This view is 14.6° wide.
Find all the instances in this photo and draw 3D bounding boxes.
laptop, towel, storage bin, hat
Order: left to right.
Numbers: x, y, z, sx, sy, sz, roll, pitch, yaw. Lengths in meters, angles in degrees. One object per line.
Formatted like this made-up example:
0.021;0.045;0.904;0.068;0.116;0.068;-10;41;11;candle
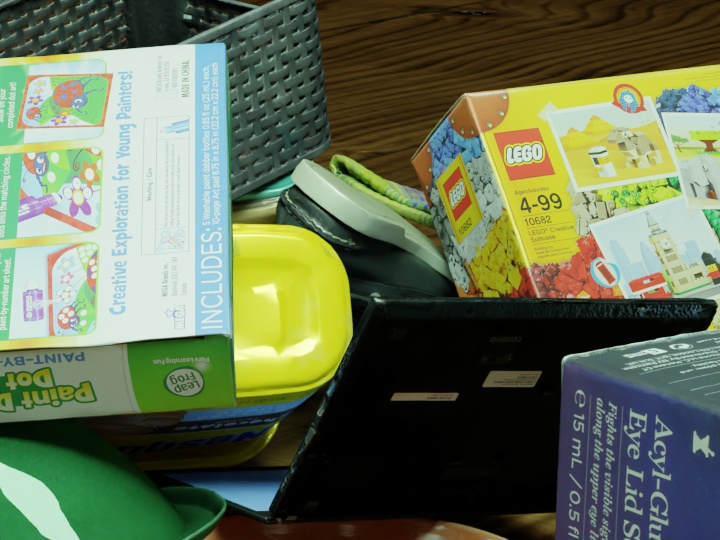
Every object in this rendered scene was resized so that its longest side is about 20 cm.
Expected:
-0.173;0.045;1.160;0.199;0.177;0.166;-14;7;12;hat
-0.124;-0.085;1.401;0.135;0.094;0.200;17;35;39;storage bin
0.028;0.055;1.243;0.176;0.201;0.104;0;43;-31;laptop
0.090;-0.019;1.554;0.199;0.023;0.143;17;5;-43;towel

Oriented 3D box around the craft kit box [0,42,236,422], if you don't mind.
-0.151;-0.016;1.183;0.196;0.049;0.201;-2;40;-1;craft kit box

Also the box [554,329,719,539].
0.170;0.114;1.016;0.104;0.149;0.200;-8;15;-36;box

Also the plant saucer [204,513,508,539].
-0.018;0.141;1.156;0.199;0.033;0.200;1;11;0;plant saucer

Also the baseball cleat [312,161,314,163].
-0.046;0.019;1.539;0.069;0.107;0.200;-11;-31;-5;baseball cleat

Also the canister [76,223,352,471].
-0.093;0.039;1.309;0.148;0.087;0.200;-2;-13;-14;canister

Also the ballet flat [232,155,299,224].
-0.113;-0.029;1.464;0.199;0.063;0.069;4;30;21;ballet flat

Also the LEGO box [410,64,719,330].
0.146;-0.018;1.424;0.199;0.150;0.077;-9;-22;-28;LEGO box

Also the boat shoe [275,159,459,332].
0.002;0.001;1.427;0.074;0.066;0.199;38;4;19;boat shoe
